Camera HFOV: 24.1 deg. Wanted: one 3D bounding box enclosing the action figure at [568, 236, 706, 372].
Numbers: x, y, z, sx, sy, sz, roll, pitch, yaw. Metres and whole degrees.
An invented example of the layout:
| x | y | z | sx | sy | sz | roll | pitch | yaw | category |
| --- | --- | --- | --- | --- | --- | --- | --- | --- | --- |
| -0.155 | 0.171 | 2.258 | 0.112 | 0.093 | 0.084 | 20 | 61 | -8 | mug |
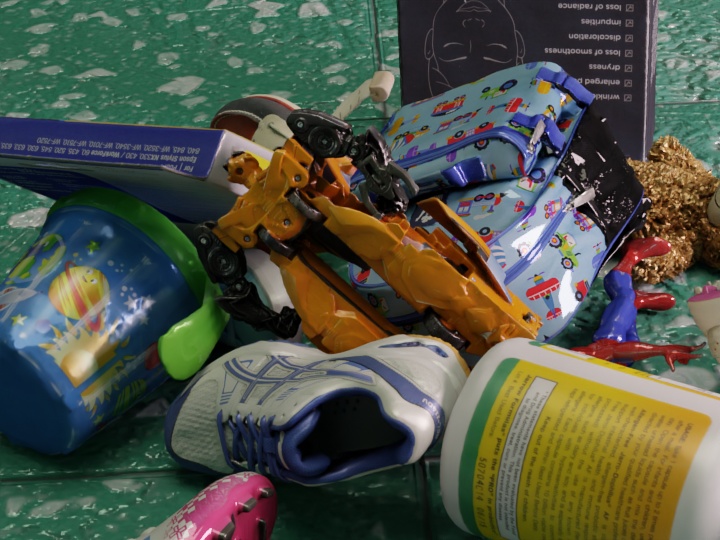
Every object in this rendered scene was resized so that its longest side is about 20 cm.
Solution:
| x | y | z | sx | sy | sz | roll | pitch | yaw | category |
| --- | --- | --- | --- | --- | --- | --- | --- | --- | --- |
| 0.182 | 0.047 | 1.047 | 0.099 | 0.066 | 0.200 | 2 | 28 | 27 | action figure |

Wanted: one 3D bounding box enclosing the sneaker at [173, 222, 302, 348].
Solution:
| x | y | z | sx | sy | sz | roll | pitch | yaw | category |
| --- | --- | --- | --- | --- | --- | --- | --- | --- | --- |
| -0.111 | 0.022 | 1.122 | 0.082 | 0.074 | 0.200 | -20 | 22 | -27 | sneaker |

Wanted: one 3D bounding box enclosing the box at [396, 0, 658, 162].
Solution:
| x | y | z | sx | sy | sz | roll | pitch | yaw | category |
| --- | --- | --- | --- | --- | --- | --- | --- | --- | --- |
| 0.135 | -0.187 | 1.338 | 0.199 | 0.197 | 0.124 | 4 | 28 | 12 | box |

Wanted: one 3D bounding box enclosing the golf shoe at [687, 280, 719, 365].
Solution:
| x | y | z | sx | sy | sz | roll | pitch | yaw | category |
| --- | --- | --- | --- | --- | --- | --- | --- | --- | --- |
| 0.256 | 0.052 | 1.009 | 0.075 | 0.092 | 0.200 | -23 | -17 | 30 | golf shoe |

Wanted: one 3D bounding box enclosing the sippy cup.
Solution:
| x | y | z | sx | sy | sz | roll | pitch | yaw | category |
| --- | --- | --- | --- | --- | --- | --- | --- | --- | --- |
| -0.175 | 0.039 | 1.043 | 0.140 | 0.178 | 0.130 | 43 | 50 | -2 | sippy cup |

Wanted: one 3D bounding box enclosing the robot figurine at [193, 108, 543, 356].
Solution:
| x | y | z | sx | sy | sz | roll | pitch | yaw | category |
| --- | --- | --- | --- | --- | --- | --- | --- | --- | --- |
| 0.000 | 0.000 | 0.983 | 0.200 | 0.145 | 0.058 | 43 | 21 | 0 | robot figurine |

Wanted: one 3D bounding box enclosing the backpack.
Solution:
| x | y | z | sx | sy | sz | roll | pitch | yaw | category |
| --- | --- | --- | --- | --- | --- | --- | --- | --- | --- |
| 0.070 | -0.021 | 1.086 | 0.182 | 0.135 | 0.200 | -14 | 28 | 36 | backpack |

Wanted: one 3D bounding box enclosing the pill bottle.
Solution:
| x | y | z | sx | sy | sz | roll | pitch | yaw | category |
| --- | --- | --- | --- | --- | --- | --- | --- | --- | --- |
| 0.152 | 0.113 | 0.886 | 0.199 | 0.113 | 0.113 | 15 | 34 | 29 | pill bottle |

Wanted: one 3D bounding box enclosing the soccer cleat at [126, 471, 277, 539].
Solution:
| x | y | z | sx | sy | sz | roll | pitch | yaw | category |
| --- | --- | --- | --- | --- | --- | --- | --- | --- | --- |
| -0.116 | 0.161 | 0.866 | 0.086 | 0.070 | 0.200 | 12 | 33 | 23 | soccer cleat |

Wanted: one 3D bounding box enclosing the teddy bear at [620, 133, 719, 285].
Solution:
| x | y | z | sx | sy | sz | roll | pitch | yaw | category |
| --- | --- | --- | --- | --- | --- | --- | --- | --- | --- |
| 0.212 | -0.048 | 1.215 | 0.200 | 0.067 | 0.145 | 23 | 41 | 39 | teddy bear |

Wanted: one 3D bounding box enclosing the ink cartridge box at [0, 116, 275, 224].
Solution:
| x | y | z | sx | sy | sz | roll | pitch | yaw | category |
| --- | --- | --- | --- | --- | --- | --- | --- | --- | --- |
| -0.147 | -0.067 | 1.083 | 0.197 | 0.047 | 0.200 | 6 | -9 | 28 | ink cartridge box |

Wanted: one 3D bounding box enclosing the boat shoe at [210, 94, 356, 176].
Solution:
| x | y | z | sx | sy | sz | roll | pitch | yaw | category |
| --- | --- | --- | --- | --- | --- | --- | --- | --- | --- |
| -0.055 | -0.080 | 1.300 | 0.062 | 0.071 | 0.200 | -28 | 42 | -33 | boat shoe |

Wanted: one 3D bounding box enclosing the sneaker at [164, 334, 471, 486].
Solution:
| x | y | z | sx | sy | sz | roll | pitch | yaw | category |
| --- | --- | --- | --- | --- | --- | --- | --- | --- | --- |
| -0.038 | 0.083 | 0.943 | 0.199 | 0.076 | 0.088 | -15 | 13 | 29 | sneaker |

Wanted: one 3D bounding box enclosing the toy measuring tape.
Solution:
| x | y | z | sx | sy | sz | roll | pitch | yaw | category |
| --- | --- | --- | --- | --- | --- | --- | --- | --- | --- |
| -0.026 | -0.059 | 1.183 | 0.073 | 0.200 | 0.074 | 28 | 41 | -28 | toy measuring tape |
